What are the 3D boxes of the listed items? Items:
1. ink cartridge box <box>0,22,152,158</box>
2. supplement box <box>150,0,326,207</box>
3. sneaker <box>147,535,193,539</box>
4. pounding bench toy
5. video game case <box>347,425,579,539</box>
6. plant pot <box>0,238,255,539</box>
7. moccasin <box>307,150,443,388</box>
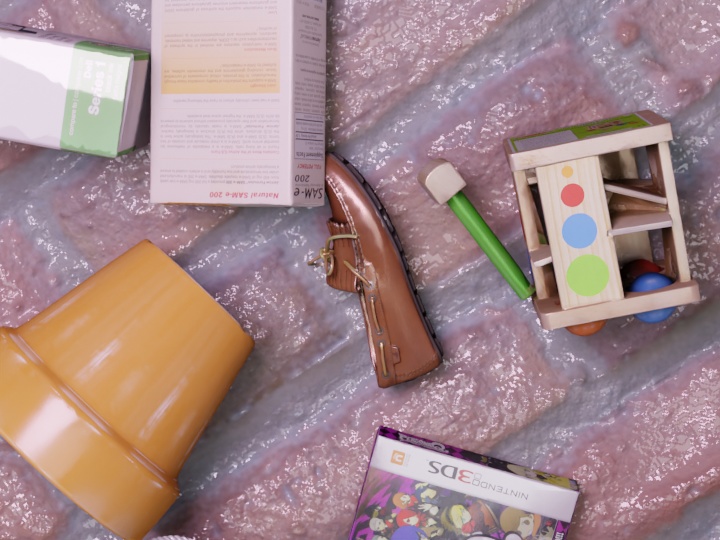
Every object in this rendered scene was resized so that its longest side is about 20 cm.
[{"bbox_3d":[-0.269,-0.149,1.215,0.198,0.146,0.085,10,99,0],"label":"ink cartridge box"},{"bbox_3d":[-0.096,-0.151,1.218,0.125,0.073,0.202,3,94,21],"label":"supplement box"},{"bbox_3d":[-0.141,0.294,1.290,0.130,0.198,0.080,-54,53,21],"label":"sneaker"},{"bbox_3d":[0.154,-0.027,1.229,0.198,0.124,0.157,-11,100,4],"label":"pounding bench toy"},{"bbox_3d":[0.075,0.253,1.326,0.180,0.036,0.202,16,100,1],"label":"video game case"},{"bbox_3d":[-0.190,0.083,1.240,0.200,0.200,0.183,43,84,-5],"label":"plant pot"},{"bbox_3d":[0.000,0.000,1.271,0.077,0.074,0.203,-22,106,-2],"label":"moccasin"}]
